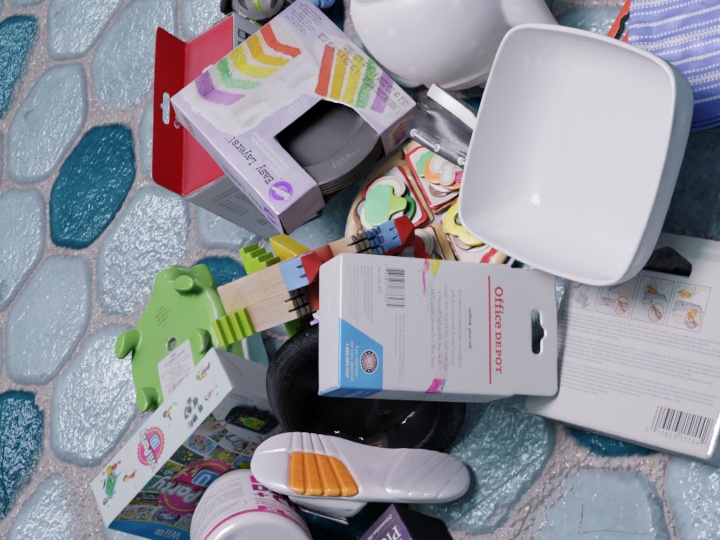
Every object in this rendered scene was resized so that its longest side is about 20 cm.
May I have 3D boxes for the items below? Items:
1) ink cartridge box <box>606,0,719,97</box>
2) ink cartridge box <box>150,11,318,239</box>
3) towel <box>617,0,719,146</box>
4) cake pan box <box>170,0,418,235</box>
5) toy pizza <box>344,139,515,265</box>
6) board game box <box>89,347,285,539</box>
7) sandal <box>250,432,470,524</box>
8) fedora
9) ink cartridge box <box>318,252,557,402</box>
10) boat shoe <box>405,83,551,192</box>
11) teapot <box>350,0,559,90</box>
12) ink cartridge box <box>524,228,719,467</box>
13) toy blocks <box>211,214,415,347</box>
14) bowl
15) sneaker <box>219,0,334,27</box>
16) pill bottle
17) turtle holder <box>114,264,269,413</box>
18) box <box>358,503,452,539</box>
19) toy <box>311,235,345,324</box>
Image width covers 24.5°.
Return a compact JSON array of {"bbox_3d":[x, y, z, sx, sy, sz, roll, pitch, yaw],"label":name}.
[{"bbox_3d":[0.285,-0.207,1.483,0.200,0.050,0.110,35,97,46],"label":"ink cartridge box"},{"bbox_3d":[-0.133,-0.161,1.777,0.083,0.175,0.202,-24,56,36],"label":"ink cartridge box"},{"bbox_3d":[0.288,-0.208,1.428,0.144,0.024,0.202,-10,65,41],"label":"towel"},{"bbox_3d":[-0.063,-0.155,1.670,0.184,0.052,0.200,-38,63,-8],"label":"cake pan box"},{"bbox_3d":[0.070,-0.052,1.599,0.198,0.032,0.202,-13,61,24],"label":"toy pizza"},{"bbox_3d":[-0.149,0.183,1.654,0.200,0.147,0.064,-47,48,17],"label":"board game box"},{"bbox_3d":[-0.002,0.202,1.525,0.204,0.060,0.079,6,37,11],"label":"sandal"},{"bbox_3d":[0.012,0.097,1.554,0.200,0.201,0.092,-27,24,33],"label":"fedora"},{"bbox_3d":[0.067,0.053,1.434,0.068,0.198,0.116,149,123,-70],"label":"ink cartridge box"},{"bbox_3d":[0.128,-0.095,1.543,0.200,0.075,0.061,41,104,26],"label":"boat shoe"},{"bbox_3d":[0.093,-0.244,1.630,0.196,0.147,0.200,-28,24,8],"label":"teapot"},{"bbox_3d":[0.248,0.058,1.399,0.199,0.045,0.178,12,81,46],"label":"ink cartridge box"},{"bbox_3d":[-0.031,0.003,1.524,0.136,0.199,0.101,-20,92,35],"label":"toy blocks"},{"bbox_3d":[0.191,-0.099,1.409,0.199,0.074,0.202,24,105,42],"label":"bowl"},{"bbox_3d":[-0.097,-0.307,1.895,0.199,0.070,0.083,20,91,52],"label":"sneaker"},{"bbox_3d":[-0.102,0.255,1.544,0.114,0.113,0.200,-61,11,3],"label":"pill bottle"},{"bbox_3d":[-0.172,0.082,1.733,0.185,0.131,0.142,37,99,47],"label":"turtle holder"},{"bbox_3d":[0.016,0.331,1.476,0.200,0.079,0.141,-49,48,16],"label":"box"},{"bbox_3d":[0.000,0.000,1.666,0.115,0.047,0.202,23,88,45],"label":"toy"}]
